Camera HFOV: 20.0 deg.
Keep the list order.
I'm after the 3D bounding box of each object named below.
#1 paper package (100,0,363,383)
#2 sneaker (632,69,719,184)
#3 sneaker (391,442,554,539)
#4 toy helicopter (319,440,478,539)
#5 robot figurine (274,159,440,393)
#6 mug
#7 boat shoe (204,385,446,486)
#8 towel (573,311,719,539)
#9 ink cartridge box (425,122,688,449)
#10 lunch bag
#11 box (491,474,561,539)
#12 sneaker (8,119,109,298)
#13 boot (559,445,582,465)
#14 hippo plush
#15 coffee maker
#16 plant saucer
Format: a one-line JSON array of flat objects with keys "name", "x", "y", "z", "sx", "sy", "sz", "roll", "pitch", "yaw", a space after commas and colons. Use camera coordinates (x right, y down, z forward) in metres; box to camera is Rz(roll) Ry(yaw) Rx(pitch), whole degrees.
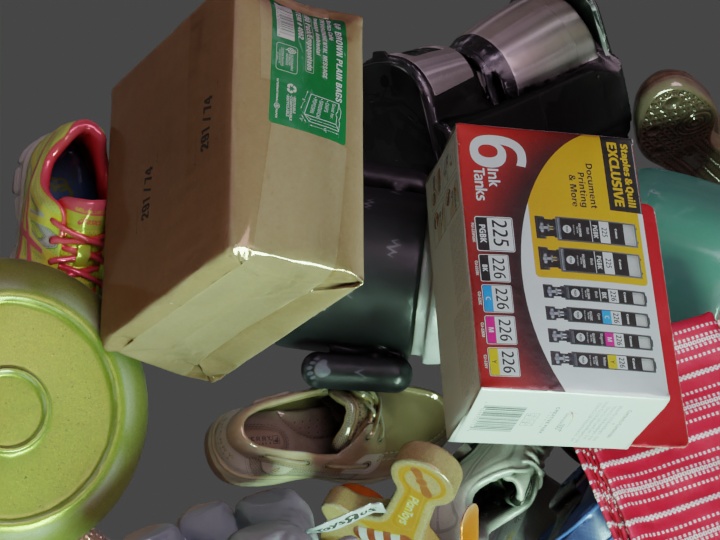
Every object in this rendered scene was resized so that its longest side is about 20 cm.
[{"name": "paper package", "x": -0.084, "y": -0.057, "z": 1.336, "sx": 0.103, "sy": 0.190, "sz": 0.202, "roll": 15, "pitch": 61, "yaw": -30}, {"name": "sneaker", "x": 0.256, "y": -0.129, "z": 1.674, "sx": 0.200, "sy": 0.070, "sz": 0.076, "roll": 42, "pitch": 24, "yaw": -62}, {"name": "sneaker", "x": 0.111, "y": 0.136, "z": 1.494, "sx": 0.200, "sy": 0.081, "sz": 0.075, "roll": -47, "pitch": 120, "yaw": -26}, {"name": "toy helicopter", "x": 0.037, "y": 0.178, "z": 1.381, "sx": 0.131, "sy": 0.201, "sz": 0.079, "roll": 28, "pitch": 56, "yaw": 6}, {"name": "robot figurine", "x": 0.000, "y": 0.002, "z": 1.470, "sx": 0.198, "sy": 0.125, "sz": 0.152, "roll": 7, "pitch": 100, "yaw": 1}, {"name": "mug", "x": 0.227, "y": 0.005, "z": 1.596, "sx": 0.113, "sy": 0.185, "sz": 0.153, "roll": 16, "pitch": 66, "yaw": 8}, {"name": "boat shoe", "x": -0.012, "y": 0.113, "z": 1.465, "sx": 0.198, "sy": 0.065, "sz": 0.073, "roll": -3, "pitch": 70, "yaw": -30}, {"name": "towel", "x": 0.221, "y": 0.129, "z": 1.387, "sx": 0.143, "sy": 0.023, "sz": 0.201, "roll": -12, "pitch": 64, "yaw": -21}, {"name": "ink cartridge box", "x": 0.142, "y": 0.012, "z": 1.372, "sx": 0.174, "sy": 0.084, "sz": 0.202, "roll": 3, "pitch": 61, "yaw": -14}, {"name": "lunch bag", "x": 0.211, "y": 0.179, "z": 1.453, "sx": 0.200, "sy": 0.136, "sz": 0.132, "roll": -39, "pitch": 83, "yaw": -30}, {"name": "box", "x": 0.149, "y": 0.274, "z": 1.491, "sx": 0.158, "sy": 0.048, "sz": 0.201, "roll": 36, "pitch": 56, "yaw": -10}, {"name": "sneaker", "x": -0.202, "y": -0.014, "z": 1.405, "sx": 0.077, "sy": 0.090, "sz": 0.202, "roll": 4, "pitch": 68, "yaw": -28}, {"name": "boot", "x": 0.213, "y": 0.115, "z": 1.601, "sx": 0.200, "sy": 0.075, "sz": 0.097, "roll": 39, "pitch": 30, "yaw": 5}, {"name": "hippo plush", "x": -0.062, "y": 0.241, "z": 1.344, "sx": 0.159, "sy": 0.198, "sz": 0.162, "roll": -39, "pitch": 118, "yaw": -72}, {"name": "coffee maker", "x": 0.110, "y": -0.106, "z": 1.587, "sx": 0.199, "sy": 0.135, "sz": 0.193, "roll": -28, "pitch": 85, "yaw": -34}, {"name": "plant saucer", "x": -0.233, "y": 0.091, "z": 1.337, "sx": 0.198, "sy": 0.031, "sz": 0.202, "roll": 1, "pitch": 86, "yaw": -20}]
